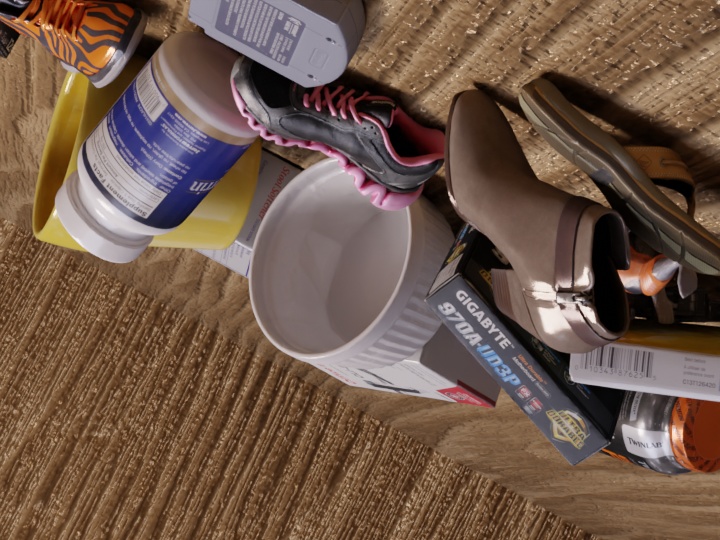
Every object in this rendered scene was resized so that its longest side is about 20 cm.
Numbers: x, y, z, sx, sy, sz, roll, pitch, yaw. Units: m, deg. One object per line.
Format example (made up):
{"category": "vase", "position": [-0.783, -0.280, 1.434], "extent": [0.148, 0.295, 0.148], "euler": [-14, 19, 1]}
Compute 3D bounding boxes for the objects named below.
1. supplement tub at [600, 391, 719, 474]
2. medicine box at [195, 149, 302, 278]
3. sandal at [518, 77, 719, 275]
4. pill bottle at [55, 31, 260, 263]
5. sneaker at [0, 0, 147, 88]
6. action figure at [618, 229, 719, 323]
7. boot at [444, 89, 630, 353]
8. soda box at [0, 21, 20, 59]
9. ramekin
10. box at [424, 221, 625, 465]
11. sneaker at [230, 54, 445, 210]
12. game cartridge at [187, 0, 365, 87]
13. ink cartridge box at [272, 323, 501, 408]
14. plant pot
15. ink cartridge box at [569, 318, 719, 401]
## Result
{"category": "supplement tub", "position": [0.286, 0.135, 1.873], "extent": [0.122, 0.123, 0.199], "euler": [35, 168, -37]}
{"category": "medicine box", "position": [-0.134, -0.070, 2.000], "extent": [0.199, 0.103, 0.182], "euler": [27, 170, -2]}
{"category": "sandal", "position": [0.196, -0.072, 1.305], "extent": [0.200, 0.054, 0.080], "euler": [44, 172, -6]}
{"category": "pill bottle", "position": [-0.178, -0.104, 1.626], "extent": [0.115, 0.200, 0.116], "euler": [31, -148, -23]}
{"category": "sneaker", "position": [-0.271, -0.225, 1.663], "extent": [0.112, 0.078, 0.200], "euler": [32, 169, -27]}
{"category": "action figure", "position": [0.228, -0.007, 1.506], "extent": [0.198, 0.105, 0.193], "euler": [2, 176, 0]}
{"category": "boot", "position": [0.136, -0.038, 1.348], "extent": [0.146, 0.070, 0.201], "euler": [4, 113, 61]}
{"category": "soda box", "position": [-0.368, -0.270, 1.727], "extent": [0.070, 0.064, 0.200], "euler": [26, 169, 8]}
{"category": "ramekin", "position": [0.000, 0.000, 1.757], "extent": [0.199, 0.201, 0.105], "euler": [18, 175, 42]}
{"category": "box", "position": [0.151, 0.051, 1.611], "extent": [0.200, 0.046, 0.159], "euler": [48, -151, -9]}
{"category": "sneaker", "position": [-0.011, -0.130, 1.529], "extent": [0.199, 0.079, 0.095], "euler": [29, 151, -20]}
{"category": "game cartridge", "position": [-0.063, -0.195, 1.397], "extent": [0.133, 0.041, 0.200], "euler": [32, 170, -4]}
{"category": "ink cartridge box", "position": [0.032, 0.069, 1.874], "extent": [0.199, 0.084, 0.144], "euler": [7, 163, 40]}
{"category": "plant pot", "position": [-0.206, -0.106, 1.815], "extent": [0.188, 0.202, 0.201], "euler": [14, 174, -18]}
{"category": "ink cartridge box", "position": [0.294, 0.071, 1.541], "extent": [0.196, 0.047, 0.200], "euler": [5, -170, 20]}
